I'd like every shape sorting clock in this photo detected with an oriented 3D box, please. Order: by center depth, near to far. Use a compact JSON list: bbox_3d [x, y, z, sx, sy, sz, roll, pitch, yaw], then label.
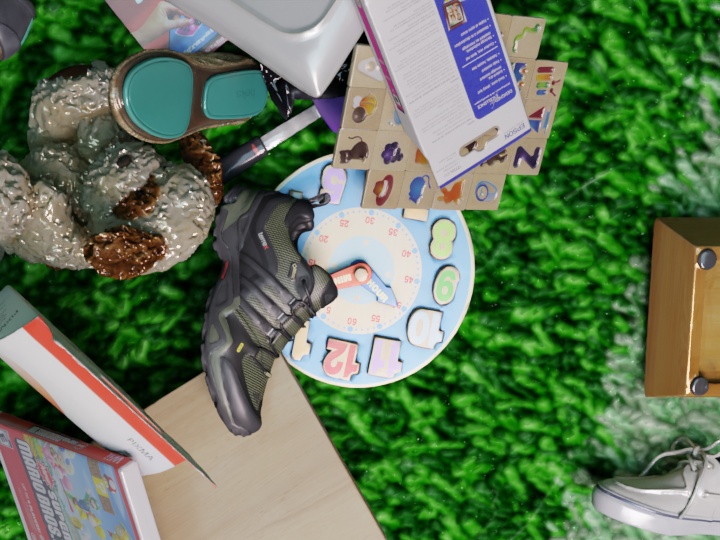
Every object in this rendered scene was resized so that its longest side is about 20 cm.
[{"bbox_3d":[0.000,0.000,1.046,0.197,0.039,0.203,-1,101,-5],"label":"shape sorting clock"}]

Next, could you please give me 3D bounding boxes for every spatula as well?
[{"bbox_3d":[-0.067,-0.114,1.027,0.198,0.021,0.057,-32,95,2],"label":"spatula"}]

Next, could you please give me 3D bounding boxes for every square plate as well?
[{"bbox_3d":[-0.058,-0.267,0.948,0.199,0.028,0.199,34,89,14],"label":"square plate"}]

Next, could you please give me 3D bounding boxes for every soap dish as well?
[{"bbox_3d":[0.349,0.037,1.062,0.197,0.081,0.160,0,100,-6],"label":"soap dish"}]

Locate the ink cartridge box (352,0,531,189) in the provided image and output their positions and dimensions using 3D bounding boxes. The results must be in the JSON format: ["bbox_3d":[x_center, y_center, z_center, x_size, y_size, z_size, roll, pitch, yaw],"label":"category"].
[{"bbox_3d":[0.061,-0.169,0.942,0.094,0.037,0.202,-32,123,-10],"label":"ink cartridge box"}]

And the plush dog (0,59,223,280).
[{"bbox_3d":[-0.195,-0.048,0.957,0.169,0.201,0.162,11,132,20],"label":"plush dog"}]

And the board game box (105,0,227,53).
[{"bbox_3d":[-0.108,-0.254,1.000,0.199,0.019,0.103,-40,100,3],"label":"board game box"}]

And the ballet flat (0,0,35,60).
[{"bbox_3d":[-0.334,-0.248,0.963,0.200,0.073,0.073,42,95,-5],"label":"ballet flat"}]

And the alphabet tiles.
[{"bbox_3d":[0.074,-0.127,0.997,0.197,0.006,0.169,-1,117,-27],"label":"alphabet tiles"}]

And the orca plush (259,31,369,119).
[{"bbox_3d":[0.013,-0.196,0.979,0.197,0.071,0.107,-14,79,-6],"label":"orca plush"}]

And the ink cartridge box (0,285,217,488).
[{"bbox_3d":[-0.197,0.095,0.894,0.050,0.200,0.162,-46,114,-8],"label":"ink cartridge box"}]

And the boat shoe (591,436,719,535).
[{"bbox_3d":[0.304,0.185,1.089,0.199,0.075,0.087,9,100,-9],"label":"boat shoe"}]

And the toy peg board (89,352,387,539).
[{"bbox_3d":[-0.108,0.192,1.057,0.198,0.098,0.201,-31,86,1],"label":"toy peg board"}]

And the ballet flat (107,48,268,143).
[{"bbox_3d":[-0.145,-0.135,0.939,0.064,0.199,0.072,14,101,24],"label":"ballet flat"}]

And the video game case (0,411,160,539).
[{"bbox_3d":[-0.224,0.196,0.990,0.017,0.198,0.145,-30,116,-39],"label":"video game case"}]

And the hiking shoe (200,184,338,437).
[{"bbox_3d":[-0.069,0.030,0.979,0.099,0.076,0.203,1,80,8],"label":"hiking shoe"}]
